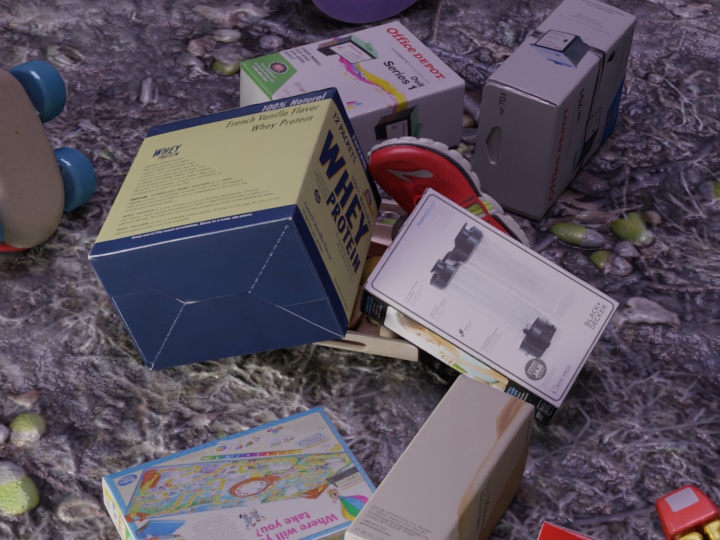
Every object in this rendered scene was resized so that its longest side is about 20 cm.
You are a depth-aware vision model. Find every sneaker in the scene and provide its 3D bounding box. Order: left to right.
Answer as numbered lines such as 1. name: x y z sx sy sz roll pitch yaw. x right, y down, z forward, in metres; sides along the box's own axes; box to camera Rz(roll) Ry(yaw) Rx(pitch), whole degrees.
1. sneaker: 0.084 -0.045 1.545 0.200 0.077 0.085 40 42 -18

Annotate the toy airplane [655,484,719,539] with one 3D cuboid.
1. toy airplane: 0.277 0.253 1.204 0.197 0.142 0.201 14 56 28

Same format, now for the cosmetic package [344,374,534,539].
1. cosmetic package: 0.061 0.187 1.303 0.071 0.106 0.200 22 44 19

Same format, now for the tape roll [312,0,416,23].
1. tape roll: 0.004 -0.396 1.928 0.198 0.202 0.085 -15 41 -20

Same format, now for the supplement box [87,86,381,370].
1. supplement box: -0.106 -0.039 1.493 0.198 0.135 0.201 -10 36 20

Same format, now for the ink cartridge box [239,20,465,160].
1. ink cartridge box: -0.008 -0.176 1.752 0.198 0.085 0.145 -18 44 -25

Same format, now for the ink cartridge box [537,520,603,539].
1. ink cartridge box: 0.178 0.293 1.114 0.174 0.084 0.202 16 81 15

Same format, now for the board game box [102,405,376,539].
1. board game box: -0.092 0.192 1.340 0.198 0.034 0.135 -16 43 -22

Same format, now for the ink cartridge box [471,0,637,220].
1. ink cartridge box: 0.199 -0.170 1.709 0.085 0.148 0.200 22 43 19

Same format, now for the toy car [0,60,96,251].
1. toy car: -0.397 -0.096 1.611 0.198 0.179 0.184 -10 16 32

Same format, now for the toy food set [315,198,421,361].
1. toy food set: 0.000 0.000 1.558 0.142 0.061 0.201 9 39 7

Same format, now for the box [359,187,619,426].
1. box: 0.111 0.031 1.456 0.199 0.060 0.117 31 70 7
